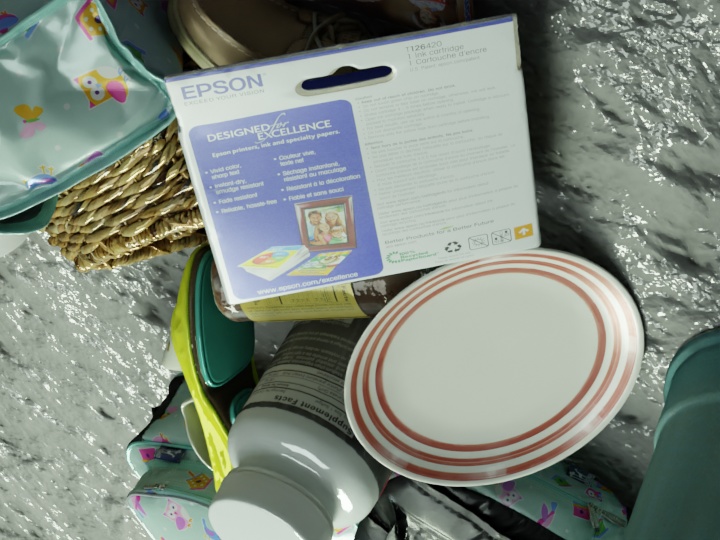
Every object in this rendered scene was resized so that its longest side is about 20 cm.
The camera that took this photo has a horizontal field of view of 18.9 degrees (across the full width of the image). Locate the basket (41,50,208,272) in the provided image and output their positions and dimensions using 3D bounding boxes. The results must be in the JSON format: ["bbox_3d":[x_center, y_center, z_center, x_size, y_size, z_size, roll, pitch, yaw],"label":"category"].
[{"bbox_3d":[-0.114,-0.050,1.396,0.149,0.143,0.200,46,144,-19],"label":"basket"}]

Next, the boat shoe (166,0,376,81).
[{"bbox_3d":[-0.018,-0.126,1.287,0.199,0.071,0.065,26,141,-18],"label":"boat shoe"}]

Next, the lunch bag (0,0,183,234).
[{"bbox_3d":[-0.209,-0.110,1.303,0.200,0.171,0.122,-34,116,13],"label":"lunch bag"}]

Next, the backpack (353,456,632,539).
[{"bbox_3d":[0.093,0.188,1.542,0.200,0.127,0.167,32,123,-7],"label":"backpack"}]

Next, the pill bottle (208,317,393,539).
[{"bbox_3d":[-0.022,0.103,1.466,0.110,0.200,0.111,22,147,15],"label":"pill bottle"}]

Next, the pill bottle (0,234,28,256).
[{"bbox_3d":[-0.283,-0.101,1.494,0.114,0.115,0.200,19,145,19],"label":"pill bottle"}]

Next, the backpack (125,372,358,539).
[{"bbox_3d":[-0.064,0.171,1.638,0.199,0.154,0.176,-6,129,32],"label":"backpack"}]

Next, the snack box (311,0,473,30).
[{"bbox_3d":[-0.030,-0.190,1.255,0.199,0.024,0.072,19,145,20],"label":"snack box"}]

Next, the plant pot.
[{"bbox_3d":[0.248,0.173,1.341,0.200,0.196,0.201,21,146,15],"label":"plant pot"}]

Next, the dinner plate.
[{"bbox_3d":[0.085,0.060,1.397,0.199,0.024,0.201,-8,128,-10],"label":"dinner plate"}]

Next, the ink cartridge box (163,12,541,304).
[{"bbox_3d":[0.000,-0.072,1.248,0.197,0.047,0.200,-10,138,1],"label":"ink cartridge box"}]

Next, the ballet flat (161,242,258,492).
[{"bbox_3d":[-0.103,0.078,1.510,0.067,0.067,0.201,-2,112,38],"label":"ballet flat"}]

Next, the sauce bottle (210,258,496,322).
[{"bbox_3d":[0.000,0.000,1.429,0.199,0.065,0.065,-3,135,25],"label":"sauce bottle"}]
